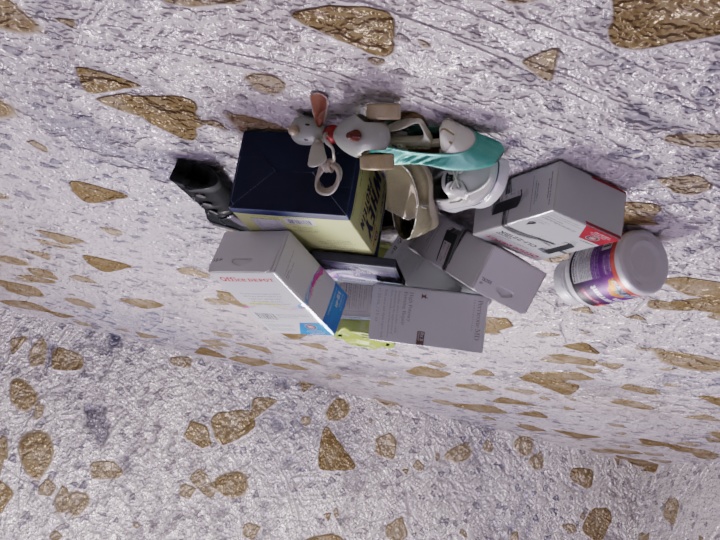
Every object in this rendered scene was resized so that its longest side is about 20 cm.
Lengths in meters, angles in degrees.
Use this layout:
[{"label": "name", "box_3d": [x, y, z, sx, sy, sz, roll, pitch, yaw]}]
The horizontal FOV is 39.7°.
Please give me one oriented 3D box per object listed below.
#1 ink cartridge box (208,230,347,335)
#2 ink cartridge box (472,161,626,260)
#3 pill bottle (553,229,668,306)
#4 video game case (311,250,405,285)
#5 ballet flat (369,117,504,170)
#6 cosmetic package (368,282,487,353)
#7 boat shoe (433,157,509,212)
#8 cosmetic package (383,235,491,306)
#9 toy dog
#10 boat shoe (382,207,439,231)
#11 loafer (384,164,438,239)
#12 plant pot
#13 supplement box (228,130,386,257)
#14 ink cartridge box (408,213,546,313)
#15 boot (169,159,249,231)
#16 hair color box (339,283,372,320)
[{"label": "ink cartridge box", "box_3d": [-0.134, 0.021, 1.654, 0.144, 0.085, 0.200, 0, 148, 34]}, {"label": "ink cartridge box", "box_3d": [0.293, -0.089, 1.569, 0.143, 0.084, 0.200, 20, 162, -27]}, {"label": "pill bottle", "box_3d": [0.429, 0.002, 1.738, 0.111, 0.112, 0.200, 18, 162, -23]}, {"label": "video game case", "box_3d": [0.000, 0.000, 1.723, 0.141, 0.019, 0.200, 6, 171, 8]}, {"label": "ballet flat", "box_3d": [0.103, -0.183, 1.419, 0.198, 0.068, 0.071, 3, 144, 17]}, {"label": "cosmetic package", "box_3d": [0.117, 0.080, 1.720, 0.198, 0.103, 0.074, 5, -179, 7]}, {"label": "boat shoe", "box_3d": [0.157, -0.135, 1.536, 0.065, 0.073, 0.200, 12, 172, -22]}, {"label": "cosmetic package", "box_3d": [0.140, 0.018, 1.855, 0.101, 0.072, 0.200, 23, -164, -45]}, {"label": "toy dog", "box_3d": [-0.035, -0.189, 1.406, 0.199, 0.133, 0.096, -17, 172, 40]}, {"label": "boat shoe", "box_3d": [0.032, -0.098, 1.714, 0.198, 0.073, 0.059, -1, 170, 20]}, {"label": "loafer", "box_3d": [0.072, -0.117, 1.548, 0.075, 0.068, 0.201, 28, 156, 37]}, {"label": "plant pot", "box_3d": [0.022, 0.058, 2.046, 0.198, 0.186, 0.201, 9, 164, 3]}, {"label": "supplement box", "box_3d": [-0.077, -0.119, 1.609, 0.198, 0.135, 0.200, 5, 163, 16]}, {"label": "ink cartridge box", "box_3d": [0.200, -0.017, 1.723, 0.144, 0.085, 0.200, 23, -172, -37]}, {"label": "boot", "box_3d": [-0.236, -0.132, 1.808, 0.163, 0.066, 0.200, 4, 158, 14]}, {"label": "hair color box", "box_3d": [-0.026, 0.043, 1.945, 0.199, 0.101, 0.060, 2, 173, 32]}]
